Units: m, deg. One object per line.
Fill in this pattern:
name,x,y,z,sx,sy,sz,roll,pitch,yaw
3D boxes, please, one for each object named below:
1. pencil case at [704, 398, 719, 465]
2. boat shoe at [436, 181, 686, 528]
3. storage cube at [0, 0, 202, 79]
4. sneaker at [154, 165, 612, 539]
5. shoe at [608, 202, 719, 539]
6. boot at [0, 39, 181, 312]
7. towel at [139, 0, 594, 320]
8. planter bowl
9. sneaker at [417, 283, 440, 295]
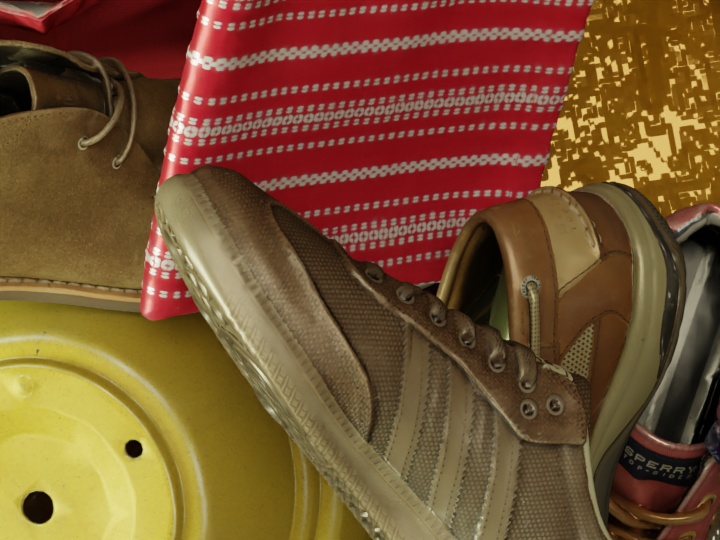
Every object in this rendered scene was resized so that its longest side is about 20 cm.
pencil case,0.202,0.010,0.821,0.200,0.087,0.083,-42,109,-13
boat shoe,0.036,0.065,0.828,0.074,0.076,0.200,2,109,-34
storage cube,-0.111,-0.149,0.839,0.171,0.180,0.200,-11,75,-5
sneaker,0.022,0.039,0.758,0.076,0.070,0.200,-39,104,-8
shoe,0.086,0.075,0.874,0.071,0.091,0.200,18,81,-1
boot,-0.077,-0.034,0.788,0.200,0.075,0.074,-10,57,-23
towel,0.016,-0.077,0.770,0.144,0.022,0.200,-6,124,-35
planter bowl,-0.091,0.067,0.835,0.200,0.083,0.201,2,99,12
sneaker,0.000,0.000,0.880,0.075,0.090,0.200,12,81,-2
